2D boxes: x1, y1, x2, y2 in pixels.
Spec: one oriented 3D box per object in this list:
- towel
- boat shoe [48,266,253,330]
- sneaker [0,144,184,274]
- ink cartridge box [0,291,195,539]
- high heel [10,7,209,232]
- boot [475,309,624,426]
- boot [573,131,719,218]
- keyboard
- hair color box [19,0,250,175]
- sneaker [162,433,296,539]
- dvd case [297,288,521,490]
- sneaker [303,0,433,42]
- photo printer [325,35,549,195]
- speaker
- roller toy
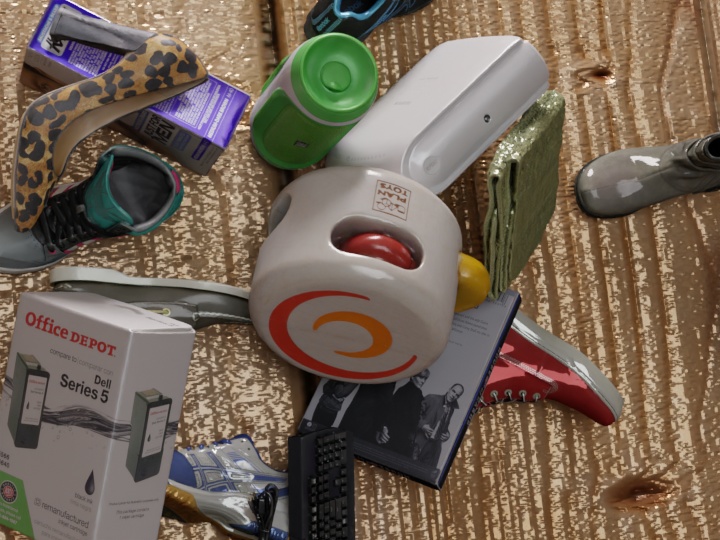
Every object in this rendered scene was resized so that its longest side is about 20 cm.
[{"bbox_3d":[0.152,-0.077,1.569,0.036,0.149,0.200,13,32,17],"label":"towel"},{"bbox_3d":[-0.186,0.037,1.518,0.200,0.072,0.061,6,78,-9],"label":"boat shoe"},{"bbox_3d":[-0.246,-0.054,1.489,0.199,0.121,0.084,-21,87,-19],"label":"sneaker"},{"bbox_3d":[-0.232,0.129,1.410,0.084,0.145,0.202,3,99,-53],"label":"ink cartridge box"},{"bbox_3d":[-0.219,-0.116,1.434,0.141,0.071,0.202,16,88,-1],"label":"high heel"},{"bbox_3d":[0.144,0.123,1.599,0.199,0.072,0.145,35,72,1],"label":"boot"},{"bbox_3d":[0.321,-0.110,1.660,0.198,0.131,0.068,-13,83,-18],"label":"boot"},{"bbox_3d":[-0.048,0.245,1.491,0.126,0.021,0.202,-8,100,-43],"label":"keyboard"},{"bbox_3d":[-0.210,-0.168,1.528,0.199,0.109,0.065,28,74,-9],"label":"hair color box"},{"bbox_3d":[-0.138,0.185,1.508,0.199,0.075,0.089,24,65,-20],"label":"sneaker"},{"bbox_3d":[0.047,0.089,1.560,0.149,0.025,0.201,18,72,22],"label":"dvd case"},{"bbox_3d":[0.034,-0.286,1.637,0.200,0.082,0.073,-43,91,-20],"label":"sneaker"},{"bbox_3d":[0.064,-0.138,1.576,0.200,0.166,0.070,-44,113,-18],"label":"photo printer"},{"bbox_3d":[-0.046,-0.152,1.525,0.088,0.200,0.089,3,78,-15],"label":"speaker"},{"bbox_3d":[0.000,0.000,1.490,0.183,0.199,0.141,51,39,-43],"label":"roller toy"}]
